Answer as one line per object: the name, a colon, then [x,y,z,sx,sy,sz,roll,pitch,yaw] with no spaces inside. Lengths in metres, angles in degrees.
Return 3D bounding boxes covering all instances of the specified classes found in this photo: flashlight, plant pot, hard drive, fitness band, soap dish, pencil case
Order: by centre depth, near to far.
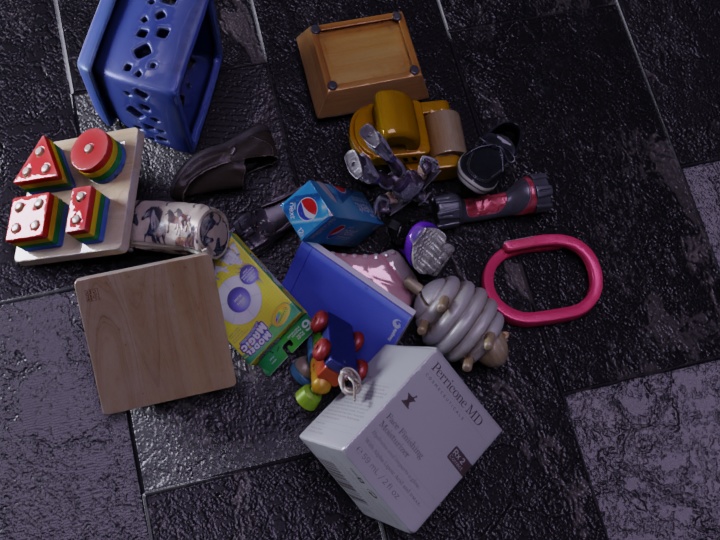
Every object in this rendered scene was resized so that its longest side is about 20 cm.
pencil case: [-0.294,-0.060,1.622,0.198,0.078,0.090,6,62,27]
hard drive: [-0.026,0.055,1.627,0.199,0.133,0.025,34,38,7]
plant pot: [-0.334,-0.330,1.703,0.177,0.200,0.202,13,69,4]
fitness band: [0.292,0.017,1.728,0.197,0.037,0.146,-8,73,-9]
flashlight: [0.213,-0.113,1.746,0.197,0.068,0.069,-9,91,-14]
soap dish: [0.005,-0.351,1.808,0.197,0.081,0.159,-12,71,-10]

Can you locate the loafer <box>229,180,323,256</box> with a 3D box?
loafer: [-0.139,-0.086,1.699,0.199,0.063,0.072,-31,75,-17]

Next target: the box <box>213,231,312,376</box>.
box: [-0.171,0.053,1.631,0.117,0.048,0.200,-45,80,6]

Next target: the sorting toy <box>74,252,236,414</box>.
sorting toy: [-0.299,0.086,1.573,0.196,0.070,0.203,-12,102,-9]

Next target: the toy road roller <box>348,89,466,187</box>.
toy road roller: [0.079,-0.223,1.733,0.197,0.146,0.124,-7,70,-9]

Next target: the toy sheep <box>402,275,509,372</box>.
toy sheep: [0.146,0.075,1.634,0.200,0.138,0.138,42,70,-5]

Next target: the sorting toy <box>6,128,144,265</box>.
sorting toy: [-0.440,-0.122,1.621,0.198,0.070,0.201,-6,66,23]

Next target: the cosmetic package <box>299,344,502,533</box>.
cosmetic package: [0.056,0.232,1.521,0.200,0.165,0.165,-45,106,-19]

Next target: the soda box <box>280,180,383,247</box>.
soda box: [-0.040,-0.084,1.638,0.064,0.200,0.068,-38,75,17]

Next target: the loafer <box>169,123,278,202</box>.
loafer: [-0.214,-0.163,1.713,0.199,0.073,0.072,-35,75,-18]

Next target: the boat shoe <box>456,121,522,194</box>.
boat shoe: [0.212,-0.187,1.734,0.074,0.063,0.200,37,39,5]

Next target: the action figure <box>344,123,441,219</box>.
action figure: [0.053,-0.144,1.670,0.130,0.199,0.069,-49,50,8]

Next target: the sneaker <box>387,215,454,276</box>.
sneaker: [0.080,-0.048,1.648,0.099,0.200,0.070,38,90,15]

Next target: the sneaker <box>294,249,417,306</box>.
sneaker: [0.000,0.000,1.679,0.199,0.075,0.105,31,66,3]

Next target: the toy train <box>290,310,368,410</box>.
toy train: [-0.052,0.160,1.546,0.084,0.116,0.201,30,25,-22]
